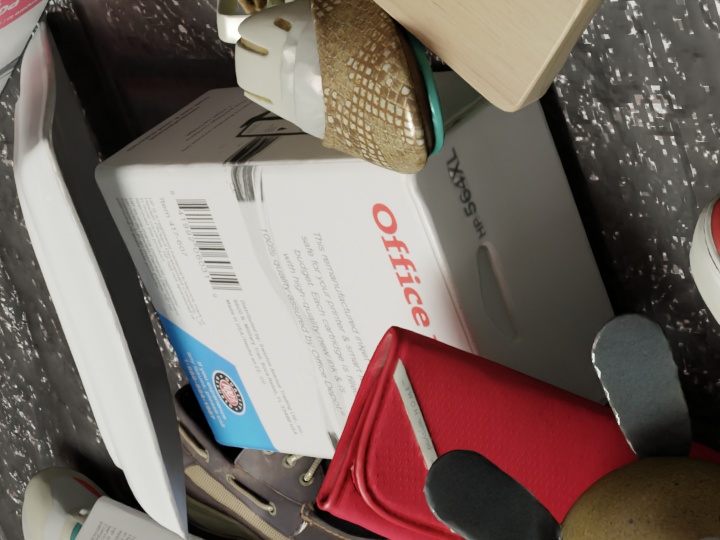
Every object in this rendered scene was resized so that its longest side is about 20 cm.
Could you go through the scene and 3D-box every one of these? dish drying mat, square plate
[{"bbox_3d":[0.082,0.088,0.863,0.199,0.077,0.018,22,175,-24],"label":"dish drying mat"},{"bbox_3d":[-0.125,0.001,1.048,0.200,0.028,0.199,-110,4,-67],"label":"square plate"}]

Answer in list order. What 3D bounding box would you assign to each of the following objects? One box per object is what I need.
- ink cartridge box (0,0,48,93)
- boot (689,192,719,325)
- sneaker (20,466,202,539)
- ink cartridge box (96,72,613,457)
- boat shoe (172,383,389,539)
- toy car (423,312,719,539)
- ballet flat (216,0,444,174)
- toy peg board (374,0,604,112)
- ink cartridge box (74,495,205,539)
[{"bbox_3d":[-0.238,-0.145,1.105,0.147,0.083,0.200,49,144,5],"label":"ink cartridge box"},{"bbox_3d":[0.215,0.011,0.745,0.200,0.072,0.145,37,142,7],"label":"boot"},{"bbox_3d":[-0.120,0.164,1.247,0.200,0.070,0.094,53,127,37],"label":"sneaker"},{"bbox_3d":[0.000,0.000,0.948,0.199,0.084,0.147,2,121,47],"label":"ink cartridge box"},{"bbox_3d":[-0.029,0.101,1.092,0.199,0.074,0.074,11,128,42],"label":"boat shoe"},{"bbox_3d":[0.123,0.119,0.803,0.200,0.164,0.158,53,167,3],"label":"toy car"},{"bbox_3d":[-0.019,-0.086,0.837,0.200,0.065,0.071,-114,17,-64],"label":"ballet flat"},{"bbox_3d":[0.047,-0.199,0.751,0.200,0.098,0.200,42,128,14],"label":"toy peg board"},{"bbox_3d":[-0.073,0.216,1.084,0.199,0.147,0.084,19,161,36],"label":"ink cartridge box"}]
